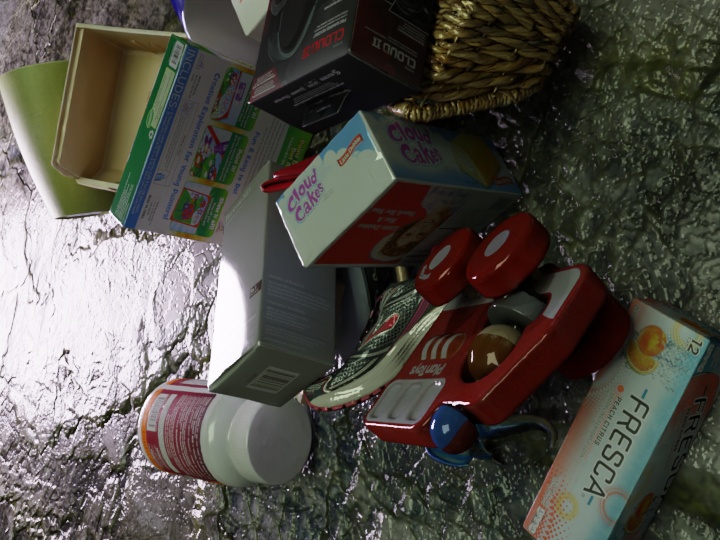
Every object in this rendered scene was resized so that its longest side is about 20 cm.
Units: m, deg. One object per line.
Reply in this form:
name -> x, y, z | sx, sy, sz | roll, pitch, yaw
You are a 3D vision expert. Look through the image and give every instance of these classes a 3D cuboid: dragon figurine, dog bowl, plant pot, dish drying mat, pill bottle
dragon figurine -> 0.094, 0.138, 0.762 | 0.199, 0.058, 0.101 | 27, 102, 45
dog bowl -> -0.111, -0.320, 0.950 | 0.200, 0.198, 0.080 | -45, 57, 30
plant pot -> -0.410, -0.181, 1.264 | 0.185, 0.185, 0.205 | -6, 93, 44
dish drying mat -> -0.002, -0.113, 0.815 | 0.076, 0.199, 0.019 | -5, 108, 43
pill bottle -> -0.151, 0.179, 0.967 | 0.198, 0.108, 0.112 | -3, 81, 45

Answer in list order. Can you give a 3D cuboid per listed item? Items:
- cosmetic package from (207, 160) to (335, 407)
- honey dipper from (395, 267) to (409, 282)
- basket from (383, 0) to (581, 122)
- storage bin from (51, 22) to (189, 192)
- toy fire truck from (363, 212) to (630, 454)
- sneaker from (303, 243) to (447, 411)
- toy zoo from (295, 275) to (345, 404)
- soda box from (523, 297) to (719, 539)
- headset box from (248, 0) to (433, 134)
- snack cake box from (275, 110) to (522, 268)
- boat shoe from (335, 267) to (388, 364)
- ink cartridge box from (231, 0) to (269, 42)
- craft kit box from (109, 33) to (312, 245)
cosmetic package -> -0.080, 0.012, 0.827 | 0.107, 0.089, 0.203 | -42, 42, 43
honey dipper -> 0.037, -0.017, 0.864 | 0.038, 0.038, 0.204 | -22, 69, 40
basket -> 0.079, -0.202, 0.773 | 0.151, 0.141, 0.200 | -62, 36, 12
storage bin -> -0.282, -0.199, 1.132 | 0.196, 0.093, 0.203 | 11, 90, 24
toy fire truck -> 0.090, 0.061, 0.643 | 0.169, 0.112, 0.199 | -53, 14, -18
sneaker -> 0.028, 0.058, 0.797 | 0.199, 0.081, 0.075 | -38, 82, 7
toy zoo -> -0.074, 0.036, 0.938 | 0.200, 0.020, 0.134 | 46, 125, 57
soda box -> 0.201, 0.126, 0.654 | 0.068, 0.063, 0.203 | 35, 108, 42
headset box -> -0.012, -0.213, 0.713 | 0.148, 0.076, 0.204 | -9, 67, 53
snack cake box -> 0.038, -0.062, 0.751 | 0.115, 0.198, 0.068 | -40, 67, 31
boat shoe -> 0.000, 0.000, 0.880 | 0.069, 0.055, 0.204 | 138, 128, -60
ink cartridge box -> -0.050, -0.279, 0.880 | 0.117, 0.198, 0.068 | -44, 55, 30
craft kit box -> -0.152, -0.130, 0.961 | 0.048, 0.195, 0.203 | 37, 108, 44
